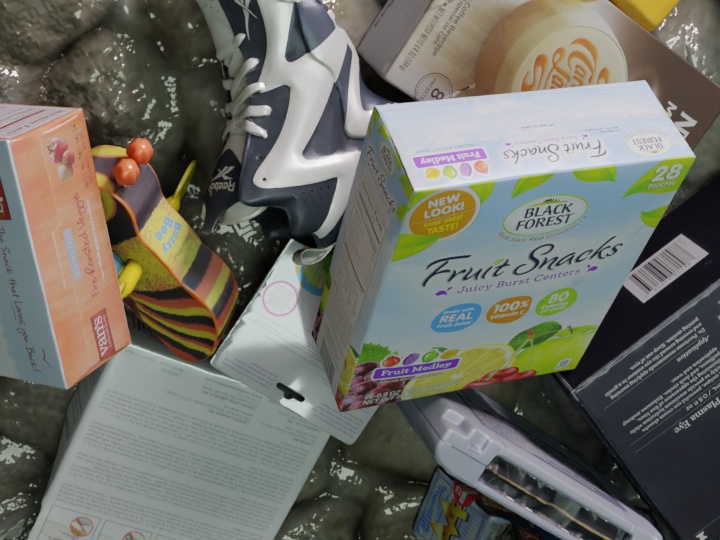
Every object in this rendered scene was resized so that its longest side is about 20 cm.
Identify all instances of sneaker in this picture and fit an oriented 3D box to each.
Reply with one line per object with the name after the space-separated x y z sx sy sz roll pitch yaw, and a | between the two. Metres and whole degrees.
-0.063 -0.088 0.662 0.130 0.079 0.199 -47 111 -17 | sneaker

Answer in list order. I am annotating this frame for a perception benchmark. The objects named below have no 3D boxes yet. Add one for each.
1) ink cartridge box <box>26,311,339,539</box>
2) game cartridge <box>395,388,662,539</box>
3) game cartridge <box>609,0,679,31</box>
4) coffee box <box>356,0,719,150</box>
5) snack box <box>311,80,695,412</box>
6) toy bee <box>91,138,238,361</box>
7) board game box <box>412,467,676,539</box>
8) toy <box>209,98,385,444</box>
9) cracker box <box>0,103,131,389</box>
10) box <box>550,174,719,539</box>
-0.130 0.144 0.787 0.162 0.057 0.200 22 110 -21 | ink cartridge box
0.109 0.130 0.792 0.200 0.133 0.041 33 101 -22 | game cartridge
0.165 -0.274 0.700 0.200 0.032 0.176 35 99 -25 | game cartridge
0.114 -0.124 0.720 0.200 0.080 0.115 29 103 -23 | coffee box
0.072 -0.010 0.667 0.168 0.068 0.200 -9 142 -20 | snack box
-0.139 -0.023 0.668 0.200 0.131 0.109 23 147 -35 | toy bee
0.141 0.217 0.827 0.199 0.200 0.062 18 106 -5 | board game box
0.000 0.000 0.760 0.115 0.047 0.200 33 96 -20 | toy
-0.226 -0.021 0.624 0.199 0.058 0.134 8 117 29 | cracker box
0.250 0.064 0.818 0.200 0.104 0.182 -37 115 3 | box
